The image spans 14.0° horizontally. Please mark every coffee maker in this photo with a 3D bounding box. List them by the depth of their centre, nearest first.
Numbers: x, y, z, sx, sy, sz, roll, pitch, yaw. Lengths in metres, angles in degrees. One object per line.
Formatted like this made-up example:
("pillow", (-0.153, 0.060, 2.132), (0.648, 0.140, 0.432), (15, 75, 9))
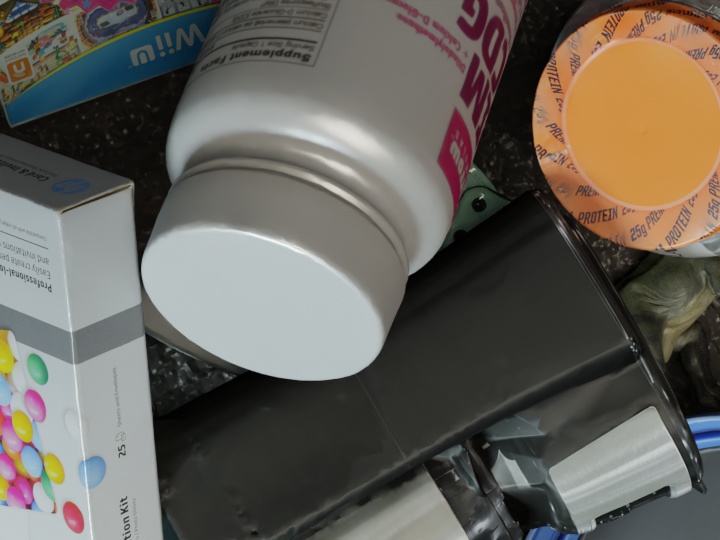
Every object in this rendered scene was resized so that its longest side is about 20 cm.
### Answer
("coffee maker", (0.012, 0.052, 1.180), (0.200, 0.135, 0.193), (-32, 105, -3))

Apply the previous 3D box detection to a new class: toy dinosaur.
("toy dinosaur", (0.132, 0.039, 1.330), (0.200, 0.047, 0.088), (-33, 89, -3))

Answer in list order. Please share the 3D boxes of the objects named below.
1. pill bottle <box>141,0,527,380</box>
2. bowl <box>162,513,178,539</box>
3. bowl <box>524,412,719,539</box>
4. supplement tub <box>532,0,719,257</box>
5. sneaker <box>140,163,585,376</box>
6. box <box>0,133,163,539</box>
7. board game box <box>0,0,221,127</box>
("pill bottle", (-0.008, -0.066, 1.126), (0.113, 0.113, 0.201), (31, 57, -17))
("bowl", (-0.137, 0.196, 1.266), (0.200, 0.105, 0.202), (-3, 102, -13))
("bowl", (0.163, 0.161, 1.275), (0.200, 0.039, 0.202), (0, 91, 17))
("supplement tub", (0.152, -0.076, 1.221), (0.122, 0.200, 0.123), (7, 107, 26))
("sneaker", (0.000, 0.000, 1.279), (0.200, 0.074, 0.119), (14, 90, -10))
("box", (-0.141, 0.046, 1.154), (0.041, 0.156, 0.201), (-24, 120, -37))
("board game box", (-0.106, -0.177, 1.192), (0.147, 0.064, 0.201), (-20, 125, -9))
